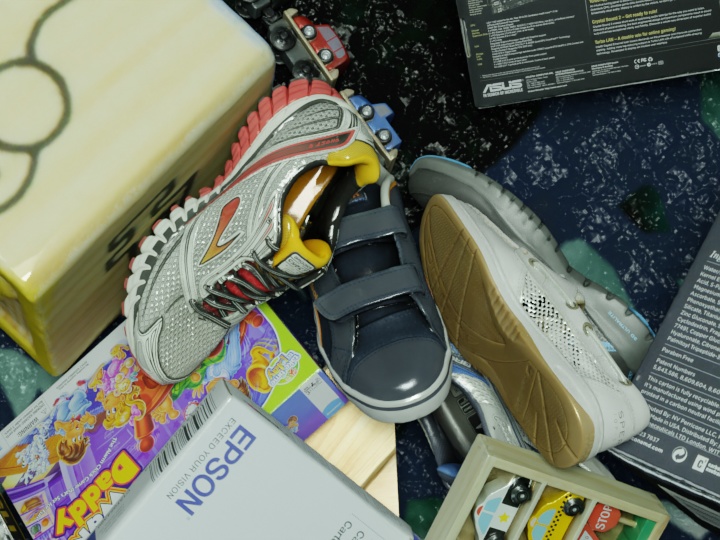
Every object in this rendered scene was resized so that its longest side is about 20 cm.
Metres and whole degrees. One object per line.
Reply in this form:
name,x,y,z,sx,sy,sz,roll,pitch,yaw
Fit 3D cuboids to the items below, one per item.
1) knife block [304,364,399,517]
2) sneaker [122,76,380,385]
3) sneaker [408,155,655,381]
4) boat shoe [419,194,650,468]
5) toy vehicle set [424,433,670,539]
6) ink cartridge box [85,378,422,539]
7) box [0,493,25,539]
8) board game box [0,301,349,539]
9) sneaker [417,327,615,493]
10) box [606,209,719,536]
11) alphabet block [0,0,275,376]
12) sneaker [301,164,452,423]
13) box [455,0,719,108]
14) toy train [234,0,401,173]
knife block,-0.060,0.139,1.011,0.173,0.064,0.203,-3,80,0
sneaker,-0.065,-0.014,0.934,0.201,0.078,0.082,-54,48,10
sneaker,0.096,0.009,1.026,0.200,0.073,0.082,44,89,10
boat shoe,0.101,0.030,0.957,0.069,0.071,0.201,-11,51,-27
toy vehicle set,0.084,0.204,0.951,0.123,0.027,0.202,19,108,-18
ink cartridge box,-0.067,0.199,0.936,0.199,0.043,0.197,39,92,-17
box,-0.294,0.157,0.955,0.159,0.049,0.201,-30,83,-6
board game box,-0.123,0.095,0.993,0.200,0.045,0.135,-42,51,-2
sneaker,0.086,0.123,0.986,0.200,0.085,0.077,49,122,6
box,0.255,0.060,0.962,0.104,0.148,0.202,22,81,42
alphabet block,-0.186,-0.088,0.973,0.195,0.197,0.200,42,73,9
sneaker,0.000,0.000,0.975,0.078,0.080,0.201,-19,43,-1
box,0.154,-0.193,0.989,0.197,0.044,0.162,-9,122,9
toy train,-0.032,-0.143,1.076,0.046,0.034,0.201,-31,80,-17
